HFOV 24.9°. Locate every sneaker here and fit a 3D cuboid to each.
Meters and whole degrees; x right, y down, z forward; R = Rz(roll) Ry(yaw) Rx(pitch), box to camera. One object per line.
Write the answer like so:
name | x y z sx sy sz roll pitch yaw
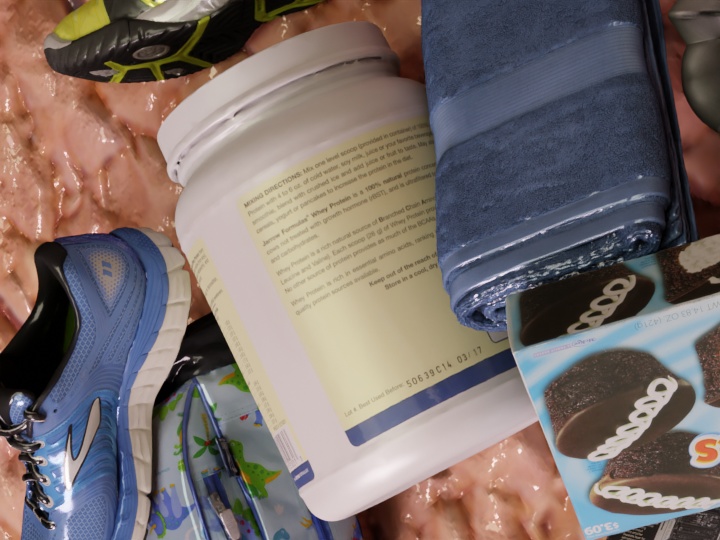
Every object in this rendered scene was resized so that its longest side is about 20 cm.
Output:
sneaker | -0.148 0.075 0.786 0.078 0.089 0.202 18 100 49
sneaker | -0.085 -0.157 0.857 0.199 0.075 0.077 -21 78 24

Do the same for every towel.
towel | 0.081 -0.075 0.708 0.111 0.048 0.201 -20 56 26

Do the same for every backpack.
backpack | -0.073 0.137 0.859 0.163 0.154 0.201 -26 96 43

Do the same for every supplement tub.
supplement tub | 0.000 0.000 0.774 0.145 0.145 0.201 -32 80 33

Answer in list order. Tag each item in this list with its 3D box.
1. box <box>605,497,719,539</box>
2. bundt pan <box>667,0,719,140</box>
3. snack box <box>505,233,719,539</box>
box | 0.197 0.135 0.664 0.199 0.158 0.050 11 148 32
bundt pan | 0.212 -0.105 0.656 0.201 0.076 0.204 6 101 34
snack box | 0.168 0.035 0.645 0.199 0.037 0.117 -17 128 11
